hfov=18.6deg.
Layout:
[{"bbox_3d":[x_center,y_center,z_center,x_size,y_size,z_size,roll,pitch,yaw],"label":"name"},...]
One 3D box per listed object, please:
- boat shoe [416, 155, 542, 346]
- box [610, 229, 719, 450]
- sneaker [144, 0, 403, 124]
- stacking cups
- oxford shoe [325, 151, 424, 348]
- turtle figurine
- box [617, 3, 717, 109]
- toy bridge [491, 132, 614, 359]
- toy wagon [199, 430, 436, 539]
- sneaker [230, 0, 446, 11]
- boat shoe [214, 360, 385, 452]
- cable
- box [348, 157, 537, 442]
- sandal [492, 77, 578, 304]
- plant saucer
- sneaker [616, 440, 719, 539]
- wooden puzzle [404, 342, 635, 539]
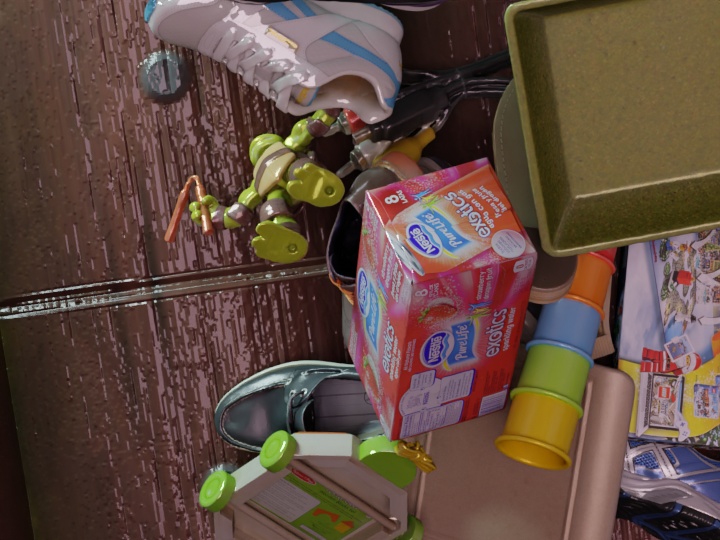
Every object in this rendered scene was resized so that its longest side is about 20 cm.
[{"bbox_3d":[0.104,-0.009,1.739,0.063,0.073,0.201,-36,94,-39],"label":"boat shoe"},{"bbox_3d":[0.269,0.039,1.725,0.136,0.038,0.201,7,83,-3],"label":"box"},{"bbox_3d":[-0.060,-0.164,1.605,0.199,0.077,0.081,11,59,-18],"label":"sneaker"},{"bbox_3d":[0.159,0.049,1.654,0.060,0.061,0.201,22,70,-5],"label":"stacking cups"},{"bbox_3d":[0.000,0.000,1.681,0.071,0.073,0.201,35,140,29],"label":"oxford shoe"},{"bbox_3d":[-0.065,-0.063,1.677,0.200,0.161,0.064,-43,116,9],"label":"turtle figurine"},{"bbox_3d":[0.252,-0.195,1.565,0.199,0.032,0.122,-17,117,4],"label":"box"},{"bbox_3d":[0.162,-0.029,1.725,0.067,0.027,0.201,-14,85,-38],"label":"toy bridge"},{"bbox_3d":[-0.021,0.177,1.715,0.200,0.040,0.155,-35,125,30],"label":"toy wagon"},{"bbox_3d":[-0.025,-0.221,1.531,0.199,0.088,0.076,1,98,-7],"label":"sneaker"},{"bbox_3d":[-0.026,0.112,1.722,0.198,0.066,0.075,-1,97,13],"label":"boat shoe"},{"bbox_3d":[0.062,-0.134,1.721,0.199,0.050,0.097,-24,59,-14],"label":"cable"},{"bbox_3d":[0.056,0.024,1.605,0.099,0.200,0.096,-15,55,-16],"label":"box"},{"bbox_3d":[0.133,-0.058,1.661,0.077,0.070,0.213,6,58,-2],"label":"sandal"},{"bbox_3d":[0.211,-0.122,1.555,0.198,0.048,0.201,-10,118,4],"label":"plant saucer"},{"bbox_3d":[0.213,0.157,1.761,0.199,0.076,0.077,24,60,3],"label":"sneaker"},{"bbox_3d":[0.114,0.146,1.729,0.199,0.037,0.186,14,102,30],"label":"wooden puzzle"}]
